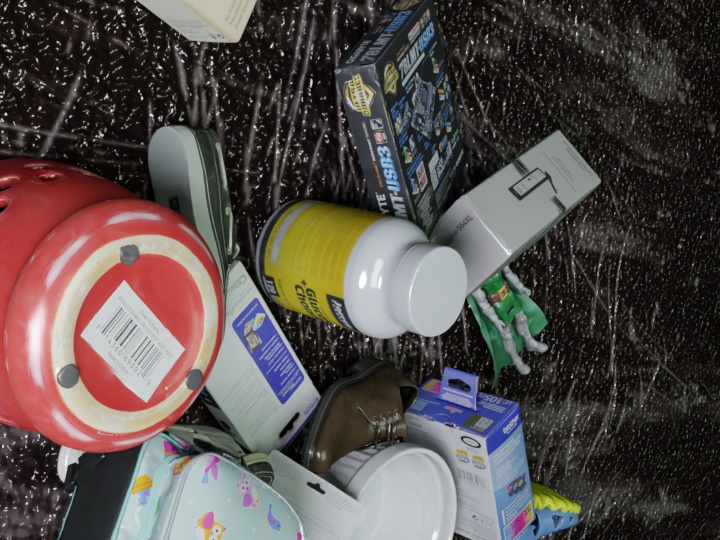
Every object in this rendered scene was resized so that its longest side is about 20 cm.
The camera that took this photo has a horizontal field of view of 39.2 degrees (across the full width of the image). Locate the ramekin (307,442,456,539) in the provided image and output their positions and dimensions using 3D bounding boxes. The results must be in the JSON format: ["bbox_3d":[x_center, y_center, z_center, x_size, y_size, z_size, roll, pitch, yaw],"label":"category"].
[{"bbox_3d":[0.005,0.277,1.106,0.199,0.104,0.204,-15,110,-45],"label":"ramekin"}]

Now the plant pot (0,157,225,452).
[{"bbox_3d":[-0.210,0.025,0.750,0.199,0.181,0.204,-14,109,-47],"label":"plant pot"}]

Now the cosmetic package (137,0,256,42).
[{"bbox_3d":[-0.165,-0.277,0.801,0.199,0.072,0.105,30,78,-48],"label":"cosmetic package"}]

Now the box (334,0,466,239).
[{"bbox_3d":[0.049,-0.154,1.036,0.201,0.049,0.201,-61,140,-51],"label":"box"}]

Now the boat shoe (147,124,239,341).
[{"bbox_3d":[-0.135,-0.026,0.881,0.063,0.070,0.204,-7,92,-50],"label":"boat shoe"}]

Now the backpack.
[{"bbox_3d":[-0.128,0.231,0.784,0.200,0.152,0.178,41,53,-43],"label":"backpack"}]

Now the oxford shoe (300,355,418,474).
[{"bbox_3d":[0.004,0.153,1.048,0.200,0.083,0.074,-39,144,-53],"label":"oxford shoe"}]

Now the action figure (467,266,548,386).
[{"bbox_3d":[0.178,0.043,1.278,0.118,0.054,0.201,-49,127,-24],"label":"action figure"}]

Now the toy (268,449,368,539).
[{"bbox_3d":[-0.094,0.283,1.000,0.114,0.047,0.201,33,92,-11],"label":"toy"}]

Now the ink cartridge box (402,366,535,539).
[{"bbox_3d":[0.123,0.215,1.195,0.076,0.135,0.203,-36,125,-37],"label":"ink cartridge box"}]

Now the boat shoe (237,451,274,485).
[{"bbox_3d":[-0.137,0.255,0.919,0.201,0.066,0.071,-50,146,10],"label":"boat shoe"}]

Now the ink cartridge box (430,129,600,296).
[{"bbox_3d":[0.158,-0.055,1.144,0.085,0.146,0.199,50,50,6],"label":"ink cartridge box"}]

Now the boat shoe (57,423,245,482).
[{"bbox_3d":[-0.173,0.170,0.907,0.198,0.069,0.072,9,93,-49],"label":"boat shoe"}]

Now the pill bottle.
[{"bbox_3d":[0.000,0.000,0.956,0.111,0.198,0.114,-14,111,-42],"label":"pill bottle"}]

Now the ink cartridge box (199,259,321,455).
[{"bbox_3d":[-0.113,0.093,0.978,0.100,0.039,0.201,-48,130,-28],"label":"ink cartridge box"}]

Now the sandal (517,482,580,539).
[{"bbox_3d":[0.228,0.343,1.396,0.198,0.079,0.088,12,95,-40],"label":"sandal"}]
